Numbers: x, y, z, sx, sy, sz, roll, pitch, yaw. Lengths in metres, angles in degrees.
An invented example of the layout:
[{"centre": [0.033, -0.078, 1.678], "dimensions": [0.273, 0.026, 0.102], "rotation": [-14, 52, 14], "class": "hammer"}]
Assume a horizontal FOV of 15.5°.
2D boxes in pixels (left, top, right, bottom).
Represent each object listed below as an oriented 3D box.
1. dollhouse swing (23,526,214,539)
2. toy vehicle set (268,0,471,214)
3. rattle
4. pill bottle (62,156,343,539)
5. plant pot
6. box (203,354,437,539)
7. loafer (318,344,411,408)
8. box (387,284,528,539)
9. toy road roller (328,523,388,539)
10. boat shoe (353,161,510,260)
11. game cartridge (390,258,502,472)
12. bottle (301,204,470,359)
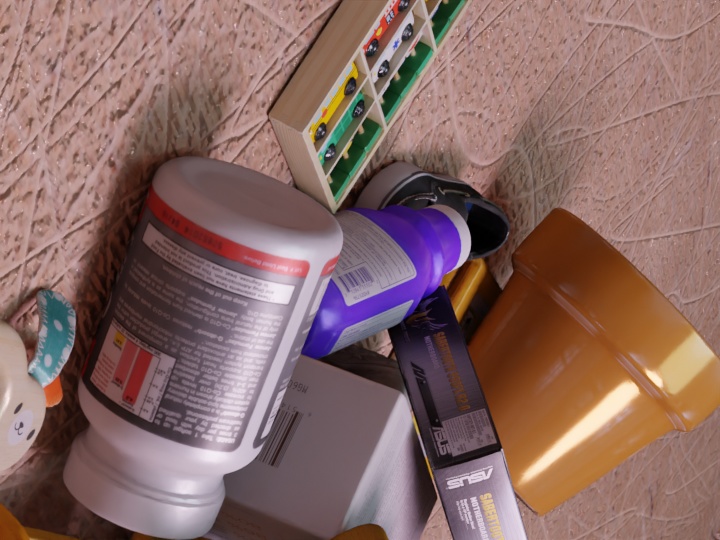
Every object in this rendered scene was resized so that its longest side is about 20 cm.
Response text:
[{"centre": [-0.145, 0.261, 1.508], "dimensions": [0.176, 0.182, 0.200], "rotation": [12, 108, -49], "class": "dollhouse swing"}, {"centre": [0.015, -0.146, 1.691], "dimensions": [0.200, 0.026, 0.124], "rotation": [-58, 161, -14], "class": "toy vehicle set"}, {"centre": [-0.166, 0.086, 1.373], "dimensions": [0.200, 0.142, 0.131], "rotation": [-8, 105, -60], "class": "rattle"}, {"centre": [-0.095, 0.046, 1.527], "dimensions": [0.116, 0.116, 0.201], "rotation": [-16, 131, -65], "class": "pill bottle"}, {"centre": [0.159, 0.085, 2.076], "dimensions": [0.183, 0.200, 0.200], "rotation": [-44, 160, -2], "class": "plant pot"}, {"centre": [-0.047, 0.133, 1.701], "dimensions": [0.200, 0.152, 0.107], "rotation": [73, 40, -65], "class": "box"}, {"centre": [-0.002, 0.091, 1.904], "dimensions": [0.200, 0.070, 0.070], "rotation": [27, 82, -72], "class": "loafer"}, {"centre": [0.070, 0.128, 1.755], "dimensions": [0.200, 0.048, 0.159], "rotation": [-106, 178, -58], "class": "box"}, {"centre": [-0.016, 0.238, 1.585], "dimensions": [0.199, 0.123, 0.146], "rotation": [-22, 135, -1], "class": "toy road roller"}, {"centre": [0.051, -0.036, 1.888], "dimensions": [0.200, 0.056, 0.069], "rotation": [-8, 122, -66], "class": "boat shoe"}, {"centre": [0.065, 0.085, 2.130], "dimensions": [0.177, 0.032, 0.200], "rotation": [-60, 160, -7], "class": "game cartridge"}, {"centre": [0.000, 0.000, 1.734], "dimensions": [0.200, 0.084, 0.065], "rotation": [-23, 149, -53], "class": "bottle"}]
